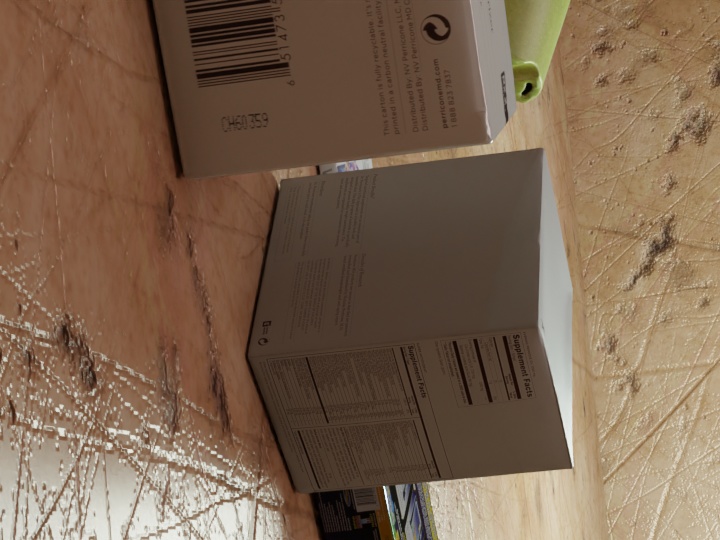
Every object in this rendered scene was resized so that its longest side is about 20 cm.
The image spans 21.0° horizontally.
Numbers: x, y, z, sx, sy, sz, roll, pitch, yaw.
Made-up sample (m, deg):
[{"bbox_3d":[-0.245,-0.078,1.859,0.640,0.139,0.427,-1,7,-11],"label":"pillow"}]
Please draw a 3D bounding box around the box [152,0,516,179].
[{"bbox_3d":[-0.018,-0.172,1.208,0.131,0.200,0.199,-51,133,-72],"label":"box"}]

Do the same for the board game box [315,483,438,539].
[{"bbox_3d":[0.017,0.203,1.520,0.165,0.057,0.200,-73,153,-67],"label":"board game box"}]

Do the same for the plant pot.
[{"bbox_3d":[0.147,-0.288,2.124,0.200,0.200,0.184,61,38,-61],"label":"plant pot"}]

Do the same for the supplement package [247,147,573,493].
[{"bbox_3d":[0.044,0.036,1.386,0.191,0.200,0.147,-82,161,-47],"label":"supplement package"}]

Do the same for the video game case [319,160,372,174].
[{"bbox_3d":[0.000,0.000,1.634,0.143,0.018,0.200,-27,110,-77],"label":"video game case"}]
